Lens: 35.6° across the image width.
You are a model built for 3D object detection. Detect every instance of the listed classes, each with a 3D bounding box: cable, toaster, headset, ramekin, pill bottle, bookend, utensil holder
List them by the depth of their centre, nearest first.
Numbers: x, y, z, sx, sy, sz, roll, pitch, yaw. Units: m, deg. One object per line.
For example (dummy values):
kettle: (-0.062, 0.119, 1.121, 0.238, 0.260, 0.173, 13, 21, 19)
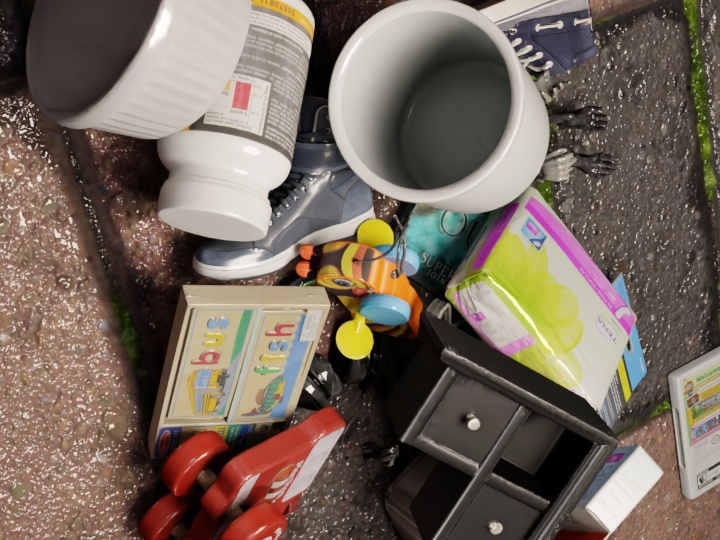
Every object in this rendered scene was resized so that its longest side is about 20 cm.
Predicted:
ramekin: (-0.172, -0.197, 0.886, 0.094, 0.202, 0.204, 21, 91, -44)
pill bottle: (-0.109, -0.134, 0.951, 0.116, 0.116, 0.202, 18, 75, -33)
utensil holder: (0.080, -0.137, 1.019, 0.200, 0.169, 0.172, 9, 99, -73)
bookend: (0.096, 0.176, 1.037, 0.199, 0.092, 0.200, 29, 101, -18)
headset: (-0.019, 0.097, 1.105, 0.123, 0.094, 0.202, -24, 102, -24)
cable: (0.091, 0.070, 1.139, 0.050, 0.200, 0.097, 31, 69, 11)
toaster: (0.116, 0.253, 1.204, 0.200, 0.129, 0.114, -39, 118, -18)

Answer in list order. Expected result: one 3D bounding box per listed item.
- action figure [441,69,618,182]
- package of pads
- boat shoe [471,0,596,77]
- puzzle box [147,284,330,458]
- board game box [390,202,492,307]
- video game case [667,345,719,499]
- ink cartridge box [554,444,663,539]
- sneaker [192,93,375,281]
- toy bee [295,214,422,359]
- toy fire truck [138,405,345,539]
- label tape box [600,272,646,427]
action figure: (0.181, -0.145, 1.157, 0.198, 0.102, 0.120, 0, 85, -35)
package of pads: (0.188, 0.038, 1.139, 0.200, 0.068, 0.155, 48, 47, -14)
boat shoe: (0.164, -0.235, 1.145, 0.199, 0.074, 0.094, -23, 106, -26)
puzzle box: (-0.115, 0.095, 1.021, 0.132, 0.026, 0.201, 1, 131, -22)
board game box: (0.122, -0.026, 1.199, 0.199, 0.028, 0.136, 32, 85, -33)
video game case: (0.492, 0.181, 1.482, 0.199, 0.022, 0.184, -23, 113, -24)
ink cartridge box: (0.230, 0.274, 1.245, 0.173, 0.200, 0.044, -43, 88, -15)
sneaker: (-0.075, -0.083, 1.028, 0.201, 0.077, 0.147, -26, 126, -34)
toy bee: (0.000, 0.000, 1.034, 0.201, 0.108, 0.132, 87, 16, -46)
toy fire truck: (-0.104, 0.223, 1.061, 0.167, 0.112, 0.201, -19, 146, -44)
label tape box: (0.250, 0.114, 1.281, 0.200, 0.063, 0.145, -44, 123, -43)
